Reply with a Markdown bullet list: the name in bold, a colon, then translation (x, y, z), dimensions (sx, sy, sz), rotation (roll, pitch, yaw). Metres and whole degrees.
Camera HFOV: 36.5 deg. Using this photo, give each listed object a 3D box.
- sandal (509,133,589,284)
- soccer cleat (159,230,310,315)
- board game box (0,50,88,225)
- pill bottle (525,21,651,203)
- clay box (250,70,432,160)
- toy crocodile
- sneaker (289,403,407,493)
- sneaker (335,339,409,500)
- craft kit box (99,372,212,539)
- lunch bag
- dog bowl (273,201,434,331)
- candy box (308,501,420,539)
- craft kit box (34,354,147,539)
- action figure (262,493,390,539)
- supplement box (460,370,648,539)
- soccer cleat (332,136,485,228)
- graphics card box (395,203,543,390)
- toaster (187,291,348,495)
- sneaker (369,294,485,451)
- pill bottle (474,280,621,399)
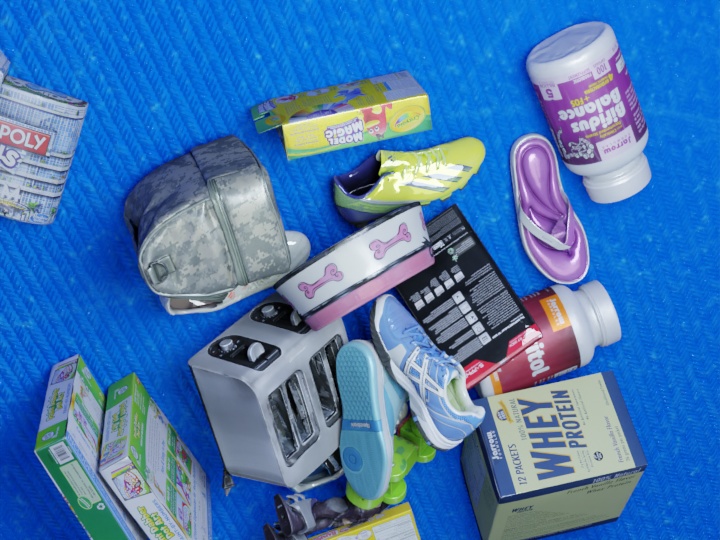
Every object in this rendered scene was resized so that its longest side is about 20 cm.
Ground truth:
- **sandal**: translation (0.237, -0.072, 1.387), dimensions (0.081, 0.050, 0.205), rotation (-23, 103, 0)
- **soccer cleat**: translation (-0.151, 0.009, 1.343), dimensions (0.197, 0.078, 0.070), rotation (-20, 115, -3)
- **board game box**: translation (-0.417, -0.168, 1.228), dimensions (0.197, 0.062, 0.202), rotation (16, 109, -17)
- **pill bottle**: translation (0.285, -0.188, 1.329), dimensions (0.111, 0.113, 0.202), rotation (-28, 114, 1)
- **clay box**: translation (-0.025, -0.180, 1.271), dimensions (0.197, 0.115, 0.048), rotation (-13, 115, -5)
- **toy crocodile**: translation (0.055, 0.240, 1.444), dimensions (0.200, 0.061, 0.068), rotation (-47, 151, -34)
- **sneaker**: translation (-0.018, 0.235, 1.465), dimensions (0.199, 0.073, 0.072), rotation (-34, 112, 3)
- **sneaker**: translation (0.036, 0.177, 1.373), dimensions (0.130, 0.079, 0.204), rotation (-15, 107, -51)
- **craft kit box**: translation (-0.250, 0.256, 1.358), dimensions (0.048, 0.200, 0.199), rotation (-25, 114, 2)
- **lunch bag**: translation (-0.183, -0.055, 1.248), dimensions (0.165, 0.200, 0.141), rotation (-18, 116, -9)
- **dog bowl**: translation (0.000, 0.000, 1.274), dimensions (0.198, 0.200, 0.075), rotation (-30, 89, 2)
- **candy box**: translation (-0.009, 0.409, 1.562), dimensions (0.197, 0.026, 0.104), rotation (-19, 118, -3)
- **craft kit box**: translation (-0.320, 0.234, 1.329), dimensions (0.048, 0.198, 0.202), rotation (-22, 114, 3)
- **action figure**: translation (-0.034, 0.320, 1.467), dimensions (0.198, 0.070, 0.131), rotation (-8, 145, -42)
- **supplement box**: translation (0.247, 0.255, 1.444), dimensions (0.197, 0.136, 0.201), rotation (-11, 148, -7)
- **soccer cleat**: translation (0.059, -0.120, 1.334), dimensions (0.197, 0.065, 0.084), rotation (-23, 131, 2)
- **graphics card box**: translation (0.124, 0.034, 1.365), dimensions (0.125, 0.051, 0.201), rotation (-35, 78, 5)
- **toaster**: translation (-0.101, 0.155, 1.351), dimensions (0.180, 0.117, 0.203), rotation (-38, 123, -42)
- **sneaker**: translation (0.082, 0.113, 1.312), dimensions (0.077, 0.075, 0.202), rotation (-33, 87, 38)
- **pill bottle**: translation (0.233, 0.087, 1.432), dimensions (0.197, 0.113, 0.114), rotation (-22, 115, -2)
